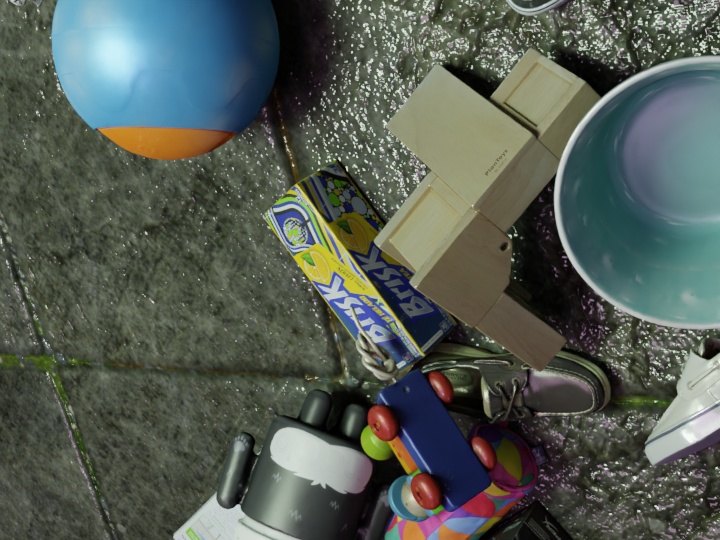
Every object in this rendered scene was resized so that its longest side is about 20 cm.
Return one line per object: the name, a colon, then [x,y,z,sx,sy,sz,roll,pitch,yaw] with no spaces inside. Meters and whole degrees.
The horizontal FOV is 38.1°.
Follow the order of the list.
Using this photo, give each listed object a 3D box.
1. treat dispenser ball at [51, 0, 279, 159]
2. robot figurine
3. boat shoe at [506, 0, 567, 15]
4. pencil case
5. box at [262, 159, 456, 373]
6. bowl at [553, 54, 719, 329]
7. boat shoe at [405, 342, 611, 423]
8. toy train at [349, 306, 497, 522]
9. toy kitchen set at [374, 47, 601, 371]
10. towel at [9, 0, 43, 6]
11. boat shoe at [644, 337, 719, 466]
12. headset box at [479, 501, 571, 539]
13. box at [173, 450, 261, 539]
treat dispenser ball: [-0.171,-0.201,0.928,0.199,0.201,0.203,16,122,27]
robot figurine: [-0.055,0.227,1.084,0.149,0.125,0.202,15,82,33]
boat shoe: [0.162,-0.261,0.751,0.074,0.068,0.199,50,131,3]
pencil case: [0.100,0.230,1.048,0.088,0.088,0.200,43,128,8]
box: [0.000,0.000,1.001,0.201,0.070,0.064,53,133,0]
bowl: [0.244,-0.070,0.752,0.199,0.105,0.203,7,119,13]
boat shoe: [0.132,0.113,0.971,0.198,0.065,0.074,0,114,35]
toy train: [0.031,0.138,0.975,0.201,0.084,0.116,56,148,13]
toy kitchen set: [0.126,-0.066,0.892,0.200,0.180,0.163,-50,38,9]
towel: [-0.320,-0.376,1.017,0.166,0.085,0.200,51,131,3]
boat shoe: [0.297,0.089,0.852,0.200,0.070,0.070,-53,52,44]
headset box: [0.113,0.338,1.014,0.077,0.200,0.149,47,132,4]
box: [-0.095,0.328,1.223,0.200,0.097,0.177,47,130,5]
